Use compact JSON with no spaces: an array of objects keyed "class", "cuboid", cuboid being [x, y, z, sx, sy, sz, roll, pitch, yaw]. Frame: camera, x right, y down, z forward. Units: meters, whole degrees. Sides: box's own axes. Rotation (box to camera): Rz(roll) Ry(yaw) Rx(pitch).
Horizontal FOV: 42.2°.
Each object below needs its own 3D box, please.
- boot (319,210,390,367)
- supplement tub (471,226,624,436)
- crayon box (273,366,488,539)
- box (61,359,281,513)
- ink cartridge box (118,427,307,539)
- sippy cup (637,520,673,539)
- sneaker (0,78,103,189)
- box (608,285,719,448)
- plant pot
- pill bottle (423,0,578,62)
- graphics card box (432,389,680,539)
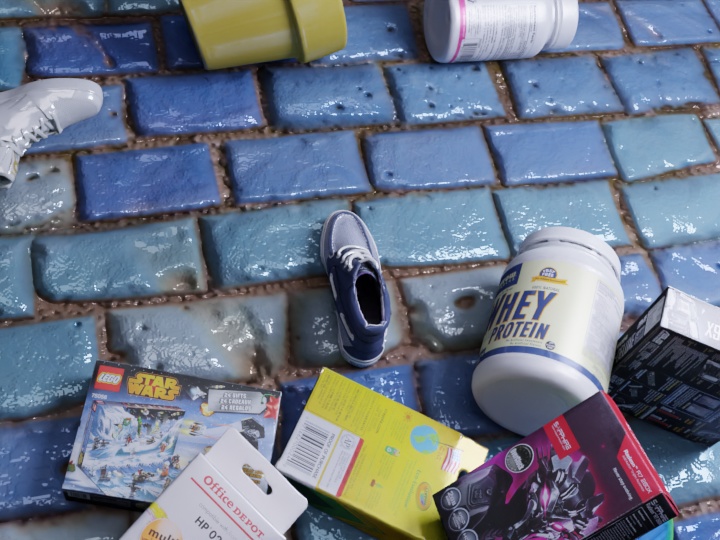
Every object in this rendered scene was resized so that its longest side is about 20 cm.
[{"class":"boot","cuboid":[0.000,0.000,1.062,0.071,0.091,0.204,-4,60,-14]},{"class":"supplement tub","cuboid":[0.213,0.068,1.036,0.142,0.146,0.203,21,57,1]},{"class":"crayon box","cuboid":[0.021,0.203,0.967,0.197,0.051,0.128,26,58,4]},{"class":"box","cuboid":[-0.186,0.176,0.945,0.195,0.040,0.139,11,59,-6]},{"class":"ink cartridge box","cuboid":[-0.148,0.252,0.857,0.115,0.068,0.200,42,73,4]},{"class":"sippy cup","cuboid":[0.219,0.265,0.916,0.129,0.140,0.179,13,60,42]},{"class":"sneaker","cuboid":[-0.391,-0.150,1.084,0.196,0.074,0.118,-14,64,-8]},{"class":"box","cuboid":[0.356,0.111,1.008,0.155,0.201,0.050,22,60,3]},{"class":"plant pot","cuboid":[-0.136,-0.351,1.195,0.185,0.202,0.204,-22,65,-7]},{"class":"pill bottle","cuboid":[0.196,-0.354,1.307,0.195,0.114,0.115,-7,60,-17]},{"class":"graphics card box","cuboid":[0.172,0.214,0.855,0.198,0.051,0.127,-34,40,11]}]
